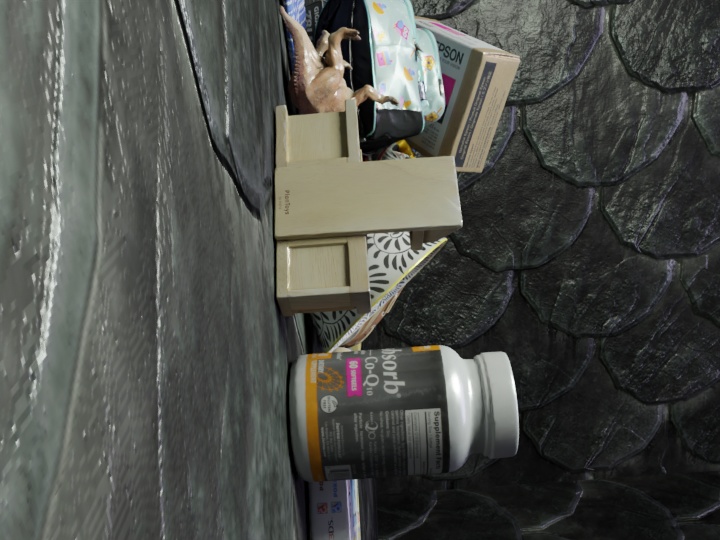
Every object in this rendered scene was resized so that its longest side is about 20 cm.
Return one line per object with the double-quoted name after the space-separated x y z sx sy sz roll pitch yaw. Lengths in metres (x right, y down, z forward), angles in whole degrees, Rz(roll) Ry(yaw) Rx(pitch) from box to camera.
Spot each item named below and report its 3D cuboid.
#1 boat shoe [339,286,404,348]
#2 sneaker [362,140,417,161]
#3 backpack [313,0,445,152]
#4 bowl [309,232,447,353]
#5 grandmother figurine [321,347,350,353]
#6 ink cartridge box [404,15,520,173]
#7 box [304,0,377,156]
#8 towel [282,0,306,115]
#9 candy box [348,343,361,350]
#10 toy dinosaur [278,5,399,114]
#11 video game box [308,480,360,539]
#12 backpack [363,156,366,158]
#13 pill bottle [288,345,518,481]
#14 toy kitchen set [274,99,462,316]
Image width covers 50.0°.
0.019 0.022 1.058 0.076 0.200 0.072 38 -7 28 "boat shoe"
0.052 -0.114 1.024 0.078 0.082 0.201 43 19 -35 "sneaker"
0.017 -0.267 1.023 0.175 0.152 0.203 -7 -84 63 "backpack"
0.000 0.000 0.917 0.094 0.201 0.201 46 -3 6 "bowl"
-0.002 0.121 0.933 0.061 0.120 0.200 -69 -161 -8 "grandmother figurine"
0.112 -0.252 1.091 0.200 0.074 0.166 42 -54 45 "ink cartridge box"
-0.012 -0.286 1.189 0.198 0.049 0.203 7 76 -58 "box"
-0.075 -0.296 0.950 0.201 0.024 0.146 85 3 -45 "towel"
-0.031 0.008 1.133 0.116 0.055 0.202 -86 172 -67 "candy box"
-0.046 -0.192 0.874 0.086 0.136 0.200 32 -13 39 "toy dinosaur"
-0.029 0.226 0.850 0.200 0.046 0.185 80 8 -75 "video game box"
0.021 -0.261 1.369 0.192 0.153 0.200 61 -5 16 "backpack"
0.038 0.129 0.708 0.116 0.197 0.118 -5 90 -89 "pill bottle"
0.009 -0.034 0.753 0.181 0.161 0.202 83 3 -62 "toy kitchen set"
